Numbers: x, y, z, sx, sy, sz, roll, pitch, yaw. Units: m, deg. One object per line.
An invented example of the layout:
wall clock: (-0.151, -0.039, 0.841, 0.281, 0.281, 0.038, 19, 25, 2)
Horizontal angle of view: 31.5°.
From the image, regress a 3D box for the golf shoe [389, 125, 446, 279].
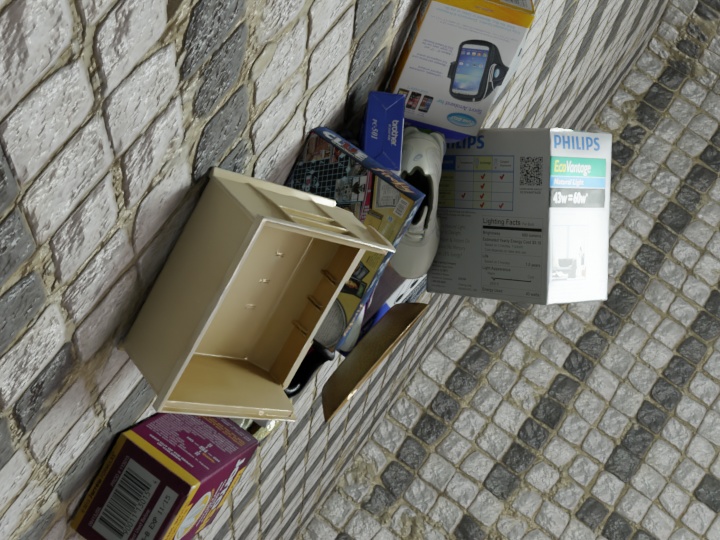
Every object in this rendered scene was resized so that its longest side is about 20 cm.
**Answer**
golf shoe: (0.057, -0.064, 1.495, 0.098, 0.077, 0.203, -79, 171, -56)

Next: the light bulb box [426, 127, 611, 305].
light bulb box: (0.189, -0.068, 1.542, 0.124, 0.197, 0.204, -2, 96, -43)

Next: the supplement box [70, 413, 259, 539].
supplement box: (-0.215, 0.238, 1.432, 0.132, 0.102, 0.200, -59, 170, 15)

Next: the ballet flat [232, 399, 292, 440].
ballet flat: (-0.151, 0.199, 1.739, 0.200, 0.070, 0.071, -46, 166, -46)

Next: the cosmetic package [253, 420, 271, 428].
cosmetic package: (-0.096, 0.084, 1.582, 0.113, 0.080, 0.201, -49, 166, -48)

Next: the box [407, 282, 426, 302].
box: (0.093, -0.065, 1.943, 0.200, 0.103, 0.183, -48, 168, -40)

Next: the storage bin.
storage bin: (-0.092, 0.029, 1.186, 0.197, 0.094, 0.202, 12, 114, -48)

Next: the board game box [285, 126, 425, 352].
board game box: (-0.034, -0.032, 1.363, 0.202, 0.135, 0.035, -60, 169, 25)

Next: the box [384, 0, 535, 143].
box: (0.105, -0.234, 1.445, 0.042, 0.117, 0.201, -90, -161, -44)

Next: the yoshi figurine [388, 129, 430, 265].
yoshi figurine: (0.065, -0.110, 1.626, 0.111, 0.111, 0.204, -4, 105, -35)

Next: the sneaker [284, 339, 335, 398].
sneaker: (-0.107, 0.108, 1.456, 0.199, 0.077, 0.085, -33, -141, 25)

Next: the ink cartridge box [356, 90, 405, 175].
ink cartridge box: (0.014, -0.112, 1.458, 0.200, 0.043, 0.096, 109, -13, -67)

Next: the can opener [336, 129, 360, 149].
can opener: (-0.046, -0.062, 1.431, 0.078, 0.063, 0.203, 7, 110, -31)

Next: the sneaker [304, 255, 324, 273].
sneaker: (-0.106, 0.003, 1.339, 0.200, 0.080, 0.074, -42, 180, 30)

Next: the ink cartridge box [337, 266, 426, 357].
ink cartridge box: (0.033, 0.029, 1.709, 0.200, 0.044, 0.094, -46, 166, -1)

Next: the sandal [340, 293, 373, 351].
sandal: (0.003, -0.001, 1.593, 0.082, 0.049, 0.206, 161, -66, -68)

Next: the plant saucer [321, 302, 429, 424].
plant saucer: (0.010, 0.108, 1.619, 0.201, 0.035, 0.200, -48, 176, -5)

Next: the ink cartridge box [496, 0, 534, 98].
ink cartridge box: (0.140, -0.268, 1.598, 0.146, 0.083, 0.200, -54, 170, -12)
